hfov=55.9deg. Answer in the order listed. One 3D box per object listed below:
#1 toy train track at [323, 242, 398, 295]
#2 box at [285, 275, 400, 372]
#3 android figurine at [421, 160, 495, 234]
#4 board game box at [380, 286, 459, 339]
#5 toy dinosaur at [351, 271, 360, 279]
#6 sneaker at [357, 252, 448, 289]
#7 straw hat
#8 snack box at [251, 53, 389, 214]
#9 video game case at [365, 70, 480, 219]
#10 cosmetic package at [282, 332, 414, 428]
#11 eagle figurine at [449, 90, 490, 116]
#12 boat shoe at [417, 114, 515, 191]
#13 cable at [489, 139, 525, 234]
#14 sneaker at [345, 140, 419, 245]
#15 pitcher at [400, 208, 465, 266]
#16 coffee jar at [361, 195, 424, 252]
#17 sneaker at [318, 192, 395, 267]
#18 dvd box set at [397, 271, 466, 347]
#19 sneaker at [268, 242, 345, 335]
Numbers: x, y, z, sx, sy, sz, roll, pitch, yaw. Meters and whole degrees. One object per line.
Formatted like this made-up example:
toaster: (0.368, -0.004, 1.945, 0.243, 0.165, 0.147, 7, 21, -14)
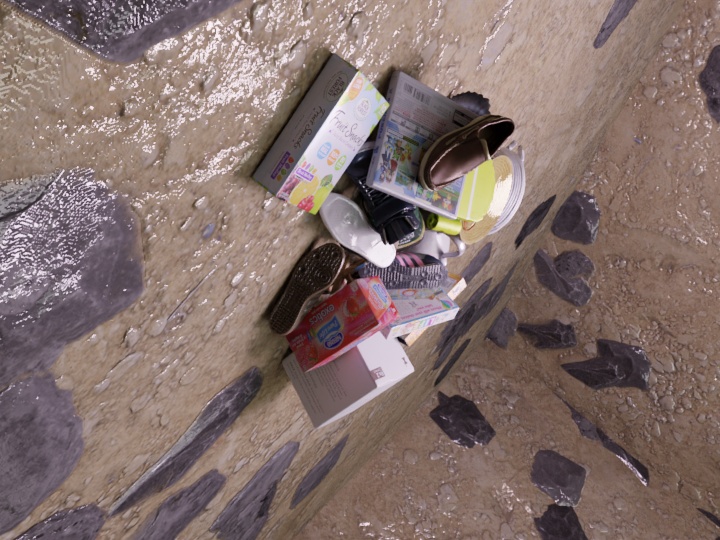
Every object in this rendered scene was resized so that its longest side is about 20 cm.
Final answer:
toy train track: (0.000, 0.000, 1.317, 0.198, 0.033, 0.116, -32, -157, 30)
box: (-0.037, 0.102, 1.304, 0.199, 0.096, 0.102, -35, 169, 25)
android figurine: (0.170, -0.157, 1.205, 0.197, 0.041, 0.186, 8, 92, -39)
board game box: (0.094, 0.064, 1.423, 0.197, 0.135, 0.035, -12, 139, -38)
toy dinosaur: (0.006, 0.027, 1.493, 0.103, 0.076, 0.202, -51, 159, -40)
sneaker: (0.079, -0.006, 1.411, 0.196, 0.082, 0.071, 6, 115, -21)
straw hat: (0.231, -0.160, 1.421, 0.200, 0.084, 0.204, -35, 139, -38)
snack box: (-0.052, -0.186, 0.965, 0.202, 0.053, 0.142, -55, 162, 7)
video game case: (0.107, -0.200, 1.114, 0.198, 0.022, 0.186, 16, 86, -38)
cosmetic package: (-0.026, 0.205, 1.461, 0.199, 0.167, 0.164, -38, 165, 29)
eagle figurine: (0.178, -0.228, 1.316, 0.151, 0.150, 0.201, -38, -165, 51)
boat shoe: (0.177, -0.198, 1.107, 0.202, 0.074, 0.076, -42, 120, -25)
cable: (0.291, -0.188, 1.564, 0.068, 0.204, 0.199, 18, 147, -36)
sneaker: (0.036, -0.124, 1.129, 0.076, 0.149, 0.202, -24, 165, 14)
pitcher: (0.158, -0.063, 1.503, 0.120, 0.172, 0.201, -34, 156, -18)
coffee jar: (0.069, -0.104, 1.327, 0.102, 0.087, 0.200, -20, 161, 5)
sneaker: (-0.028, -0.076, 1.207, 0.199, 0.099, 0.071, 39, 80, -40)
dvd box set: (0.128, 0.073, 1.549, 0.200, 0.145, 0.030, -45, 126, -17)
sneaker: (-0.099, 0.029, 1.254, 0.201, 0.070, 0.076, -50, 179, 9)
